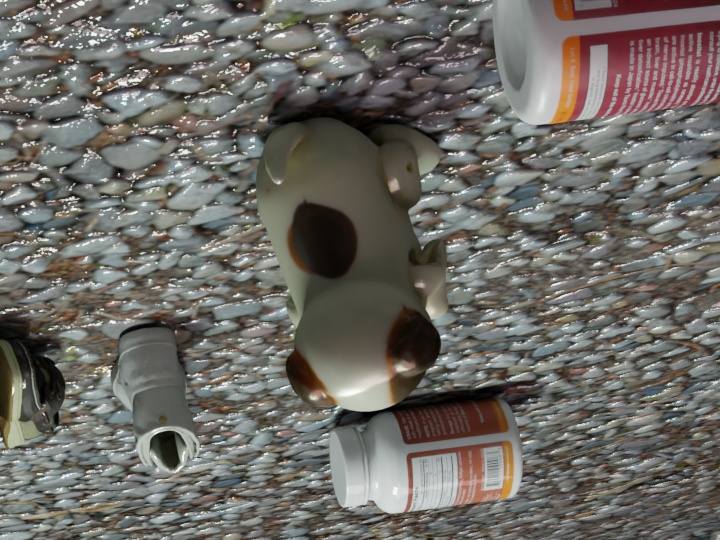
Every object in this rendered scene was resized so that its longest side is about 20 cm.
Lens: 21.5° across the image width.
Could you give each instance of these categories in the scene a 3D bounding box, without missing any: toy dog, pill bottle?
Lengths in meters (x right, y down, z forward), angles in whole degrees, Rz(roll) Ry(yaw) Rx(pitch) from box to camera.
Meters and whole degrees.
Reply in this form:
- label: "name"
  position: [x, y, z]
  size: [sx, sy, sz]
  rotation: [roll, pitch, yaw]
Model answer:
- label: "toy dog"
  position: [0.000, 0.000, 1.347]
  size: [0.138, 0.202, 0.194]
  rotation: [-14, 161, 8]
- label: "pill bottle"
  position: [0.187, -0.155, 1.149]
  size: [0.198, 0.114, 0.113]
  rotation: [-7, 160, -8]
- label: "pill bottle"
  position: [0.070, 0.206, 2.084]
  size: [0.198, 0.113, 0.112]
  rotation: [-6, 160, -12]

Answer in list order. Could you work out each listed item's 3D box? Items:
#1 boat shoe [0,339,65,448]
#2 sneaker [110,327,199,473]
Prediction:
- label: "boat shoe"
  position: [-0.296, 0.102, 1.687]
  size: [0.064, 0.074, 0.200]
  rotation: [-17, 166, -16]
- label: "sneaker"
  position: [-0.190, 0.137, 1.757]
  size: [0.073, 0.117, 0.200]
  rotation: [-10, 162, -6]
